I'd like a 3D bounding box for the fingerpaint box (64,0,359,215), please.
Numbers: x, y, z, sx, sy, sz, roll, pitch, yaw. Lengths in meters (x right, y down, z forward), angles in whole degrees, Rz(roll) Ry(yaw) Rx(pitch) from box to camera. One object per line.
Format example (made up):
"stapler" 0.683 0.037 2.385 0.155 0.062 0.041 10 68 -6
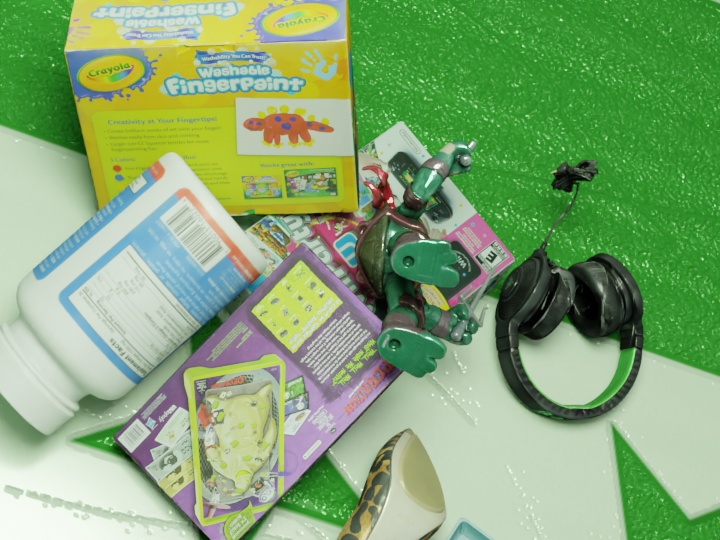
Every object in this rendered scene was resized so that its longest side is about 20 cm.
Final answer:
"fingerpaint box" -0.103 -0.124 1.246 0.198 0.168 0.074 -2 46 3

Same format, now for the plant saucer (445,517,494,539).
"plant saucer" 0.047 0.274 1.196 0.070 0.019 0.200 35 63 3

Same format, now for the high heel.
"high heel" -0.009 0.204 1.246 0.071 0.142 0.201 46 25 -24

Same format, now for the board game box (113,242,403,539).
"board game box" -0.069 0.092 1.233 0.200 0.032 0.120 -45 80 -1

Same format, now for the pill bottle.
"pill bottle" -0.173 0.020 1.205 0.200 0.112 0.112 -40 83 -2

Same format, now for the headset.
"headset" 0.172 0.017 1.349 0.123 0.094 0.202 1 81 -22

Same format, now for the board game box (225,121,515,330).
"board game box" 0.000 0.000 1.322 0.200 0.064 0.148 -37 83 -26

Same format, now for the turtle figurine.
"turtle figurine" 0.044 -0.009 1.236 0.100 0.200 0.151 -7 110 8
